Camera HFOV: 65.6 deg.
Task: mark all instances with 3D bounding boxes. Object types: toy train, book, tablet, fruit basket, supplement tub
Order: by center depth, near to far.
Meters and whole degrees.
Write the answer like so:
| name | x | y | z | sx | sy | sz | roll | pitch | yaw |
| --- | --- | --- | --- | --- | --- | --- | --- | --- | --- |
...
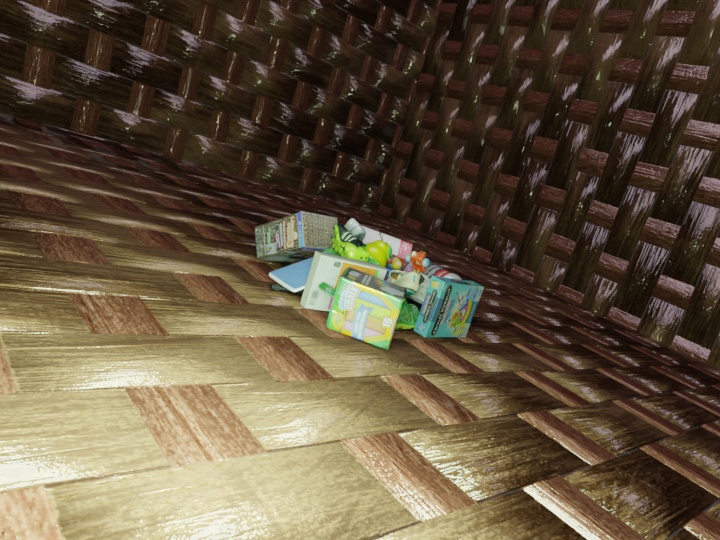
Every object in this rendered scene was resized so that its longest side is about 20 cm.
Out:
| name | x | y | z | sx | sy | sz | roll | pitch | yaw |
| --- | --- | --- | --- | --- | --- | --- | --- | --- | --- |
| book | -0.041 | 0.038 | 1.375 | 0.196 | 0.137 | 0.048 | 12 | 12 | -37 |
| tablet | -0.121 | 0.002 | 1.423 | 0.197 | 0.014 | 0.129 | -22 | 32 | -35 |
| fruit basket | 0.000 | 0.000 | 1.555 | 0.208 | 0.160 | 0.217 | 6 | 21 | -2 |
| toy train | 0.130 | -0.030 | 1.638 | 0.196 | 0.056 | 0.152 | 15 | -33 | 36 |
| supplement tub | 0.228 | 0.059 | 1.709 | 0.138 | 0.144 | 0.198 | 7 | 16 | -46 |

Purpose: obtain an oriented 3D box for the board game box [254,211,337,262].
| name | x | y | z | sx | sy | sz | roll | pitch | yaw |
| --- | --- | --- | --- | --- | --- | --- | --- | --- | --- |
| board game box | -0.184 | -0.092 | 1.623 | 0.196 | 0.100 | 0.158 | -12 | -9 | 36 |

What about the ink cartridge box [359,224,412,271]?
| name | x | y | z | sx | sy | sz | roll | pitch | yaw |
| --- | --- | --- | --- | --- | --- | --- | --- | --- | --- |
| ink cartridge box | 0.061 | -0.050 | 1.888 | 0.195 | 0.148 | 0.084 | 20 | 51 | -2 |

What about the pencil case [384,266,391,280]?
| name | x | y | z | sx | sy | sz | roll | pitch | yaw |
| --- | --- | --- | --- | --- | --- | --- | --- | --- | --- |
| pencil case | 0.056 | 0.028 | 1.659 | 0.197 | 0.088 | 0.078 | 32 | -17 | 7 |

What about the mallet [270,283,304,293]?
| name | x | y | z | sx | sy | sz | roll | pitch | yaw |
| --- | --- | --- | --- | --- | --- | --- | --- | --- | --- |
| mallet | -0.127 | 0.053 | 1.399 | 0.195 | 0.043 | 0.065 | 8 | -2 | -31 |

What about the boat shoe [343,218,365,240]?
| name | x | y | z | sx | sy | sz | roll | pitch | yaw |
| --- | --- | --- | --- | --- | --- | --- | --- | --- | --- |
| boat shoe | -0.052 | -0.067 | 1.666 | 0.072 | 0.201 | 0.068 | 5 | 43 | -46 |

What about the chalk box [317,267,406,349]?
| name | x | y | z | sx | sy | sz | roll | pitch | yaw |
| --- | --- | --- | --- | --- | --- | --- | --- | --- | --- |
| chalk box | -0.006 | 0.078 | 1.281 | 0.195 | 0.127 | 0.124 | 19 | 12 | 5 |

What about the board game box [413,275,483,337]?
| name | x | y | z | sx | sy | sz | roll | pitch | yaw |
| --- | --- | --- | --- | --- | --- | --- | --- | --- | --- |
| board game box | 0.241 | 0.101 | 1.504 | 0.197 | 0.155 | 0.046 | 6 | 16 | -47 |

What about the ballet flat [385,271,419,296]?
| name | x | y | z | sx | sy | sz | roll | pitch | yaw |
| --- | --- | --- | --- | --- | --- | --- | --- | --- | --- |
| ballet flat | 0.099 | 0.047 | 1.517 | 0.068 | 0.072 | 0.199 | 13 | -19 | -25 |

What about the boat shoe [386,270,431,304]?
| name | x | y | z | sx | sy | sz | roll | pitch | yaw |
| --- | --- | --- | --- | --- | --- | --- | --- | --- | --- |
| boat shoe | 0.168 | 0.042 | 1.575 | 0.194 | 0.072 | 0.071 | 16 | -34 | 6 |

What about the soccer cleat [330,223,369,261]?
| name | x | y | z | sx | sy | sz | roll | pitch | yaw |
| --- | --- | --- | --- | --- | --- | --- | --- | --- | --- |
| soccer cleat | -0.030 | -0.068 | 1.500 | 0.079 | 0.069 | 0.201 | 6 | 23 | -19 |

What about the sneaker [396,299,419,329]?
| name | x | y | z | sx | sy | sz | roll | pitch | yaw |
| --- | --- | --- | --- | --- | --- | --- | --- | --- | --- |
| sneaker | 0.105 | 0.102 | 1.445 | 0.073 | 0.086 | 0.198 | 24 | 11 | 28 |

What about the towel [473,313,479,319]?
| name | x | y | z | sx | sy | sz | roll | pitch | yaw |
| --- | --- | --- | --- | --- | --- | --- | --- | --- | --- |
| towel | 0.284 | 0.114 | 1.861 | 0.144 | 0.022 | 0.198 | 6 | 19 | -46 |
